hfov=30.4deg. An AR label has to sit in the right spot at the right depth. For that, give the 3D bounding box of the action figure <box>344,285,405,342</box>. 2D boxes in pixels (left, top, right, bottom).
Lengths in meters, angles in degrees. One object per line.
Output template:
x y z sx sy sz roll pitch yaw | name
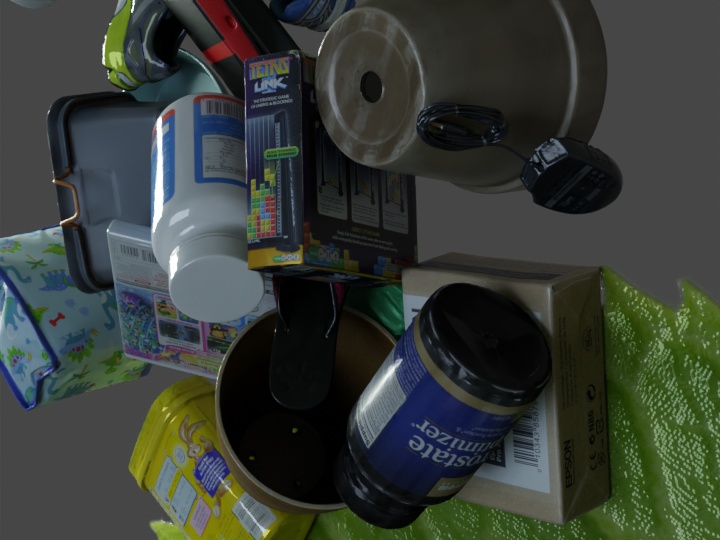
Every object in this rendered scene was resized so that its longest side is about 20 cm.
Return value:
0.000 0.000 1.225 0.200 0.054 0.119 43 126 21 | action figure

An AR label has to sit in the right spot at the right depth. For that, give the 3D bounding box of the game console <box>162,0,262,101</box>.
-0.124 -0.211 1.209 0.177 0.031 0.200 52 175 -13 | game console

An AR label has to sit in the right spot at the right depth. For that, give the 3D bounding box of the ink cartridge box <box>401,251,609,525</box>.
0.120 0.094 1.112 0.164 0.075 0.203 5 104 44 | ink cartridge box

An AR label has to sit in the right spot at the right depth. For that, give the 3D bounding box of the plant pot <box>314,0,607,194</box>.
0.065 -0.151 1.036 0.199 0.173 0.203 13 109 42 | plant pot

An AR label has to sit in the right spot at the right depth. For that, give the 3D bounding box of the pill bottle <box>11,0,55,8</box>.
-0.326 -0.380 1.419 0.200 0.110 0.112 -48 67 41 | pill bottle

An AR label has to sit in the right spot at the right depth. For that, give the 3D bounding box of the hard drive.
-0.096 -0.213 1.229 0.201 0.033 0.140 53 172 22 | hard drive

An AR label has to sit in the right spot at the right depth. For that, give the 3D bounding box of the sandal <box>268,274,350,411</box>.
-0.045 0.020 1.156 0.074 0.045 0.202 1 68 6 | sandal

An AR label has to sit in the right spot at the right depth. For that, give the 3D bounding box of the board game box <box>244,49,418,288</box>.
-0.021 -0.076 1.095 0.056 0.199 0.168 -6 82 28 | board game box

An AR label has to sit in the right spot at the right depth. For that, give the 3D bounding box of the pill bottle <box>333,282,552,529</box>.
0.057 0.113 1.047 0.112 0.111 0.201 51 132 23 | pill bottle

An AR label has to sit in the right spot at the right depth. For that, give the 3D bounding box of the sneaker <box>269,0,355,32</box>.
-0.041 -0.309 1.165 0.077 0.085 0.202 21 114 40 | sneaker

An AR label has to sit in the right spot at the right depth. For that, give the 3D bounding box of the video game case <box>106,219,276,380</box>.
-0.144 0.041 1.291 0.198 0.024 0.183 13 137 9 | video game case

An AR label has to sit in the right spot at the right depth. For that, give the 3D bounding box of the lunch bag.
-0.338 0.037 1.495 0.201 0.169 0.128 56 132 19 | lunch bag

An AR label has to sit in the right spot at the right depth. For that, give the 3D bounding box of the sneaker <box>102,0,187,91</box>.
-0.199 -0.280 1.332 0.080 0.074 0.203 6 90 33 | sneaker

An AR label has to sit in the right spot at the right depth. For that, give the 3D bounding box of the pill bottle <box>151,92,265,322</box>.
-0.131 -0.055 1.180 0.113 0.111 0.201 -55 29 38 | pill bottle

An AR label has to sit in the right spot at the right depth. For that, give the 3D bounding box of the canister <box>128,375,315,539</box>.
-0.148 0.234 1.413 0.200 0.086 0.149 45 129 26 | canister

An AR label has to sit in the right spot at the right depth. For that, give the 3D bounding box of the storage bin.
-0.220 -0.082 1.328 0.133 0.145 0.203 -2 99 35 | storage bin

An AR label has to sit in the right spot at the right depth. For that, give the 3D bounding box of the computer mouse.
0.121 -0.090 0.990 0.059 0.199 0.034 -42 44 34 | computer mouse

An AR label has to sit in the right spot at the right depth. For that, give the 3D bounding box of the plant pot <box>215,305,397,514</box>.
-0.058 0.149 1.242 0.188 0.185 0.200 63 158 13 | plant pot

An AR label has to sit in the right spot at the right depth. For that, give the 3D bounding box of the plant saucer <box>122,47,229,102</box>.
-0.182 -0.134 1.389 0.199 0.036 0.203 13 109 42 | plant saucer
